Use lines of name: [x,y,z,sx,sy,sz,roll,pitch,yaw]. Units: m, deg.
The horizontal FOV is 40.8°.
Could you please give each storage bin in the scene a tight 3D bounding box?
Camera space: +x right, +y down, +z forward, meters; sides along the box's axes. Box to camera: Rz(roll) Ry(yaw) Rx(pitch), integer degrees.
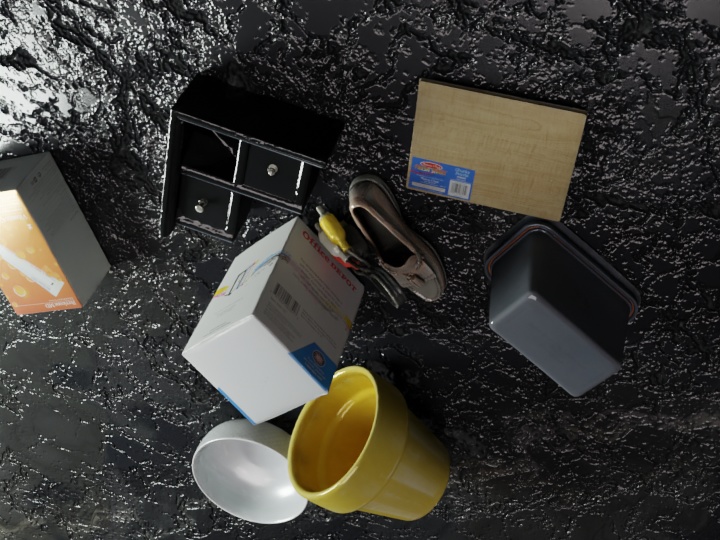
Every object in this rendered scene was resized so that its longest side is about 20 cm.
storage bin: [0.240,0.057,1.211,0.199,0.135,0.145,39,128,-13]

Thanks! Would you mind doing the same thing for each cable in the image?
cable: [0.000,0.000,1.231,0.050,0.201,0.098,-27,135,-7]

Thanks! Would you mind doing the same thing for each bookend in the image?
bookend: [-0.143,-0.113,1.225,0.195,0.093,0.202,19,131,2]

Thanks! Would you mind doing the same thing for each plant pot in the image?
plant pot: [0.024,0.269,1.418,0.188,0.203,0.200,32,131,-30]

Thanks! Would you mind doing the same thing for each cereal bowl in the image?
cereal bowl: [-0.167,0.312,1.568,0.196,0.084,0.203,8,129,10]

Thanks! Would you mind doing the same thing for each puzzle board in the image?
puzzle board: [0.158,-0.144,1.158,0.196,0.018,0.153,13,130,8]

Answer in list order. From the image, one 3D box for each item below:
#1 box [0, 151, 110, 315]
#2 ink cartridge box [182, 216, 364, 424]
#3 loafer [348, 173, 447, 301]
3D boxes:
box: [-0.464,-0.050,1.371,0.122,0.098,0.202,-7,125,21]
ink cartridge box: [-0.109,0.065,1.283,0.143,0.201,0.147,-28,116,35]
loafer: [0.043,-0.029,1.251,0.071,0.063,0.201,-22,118,29]
